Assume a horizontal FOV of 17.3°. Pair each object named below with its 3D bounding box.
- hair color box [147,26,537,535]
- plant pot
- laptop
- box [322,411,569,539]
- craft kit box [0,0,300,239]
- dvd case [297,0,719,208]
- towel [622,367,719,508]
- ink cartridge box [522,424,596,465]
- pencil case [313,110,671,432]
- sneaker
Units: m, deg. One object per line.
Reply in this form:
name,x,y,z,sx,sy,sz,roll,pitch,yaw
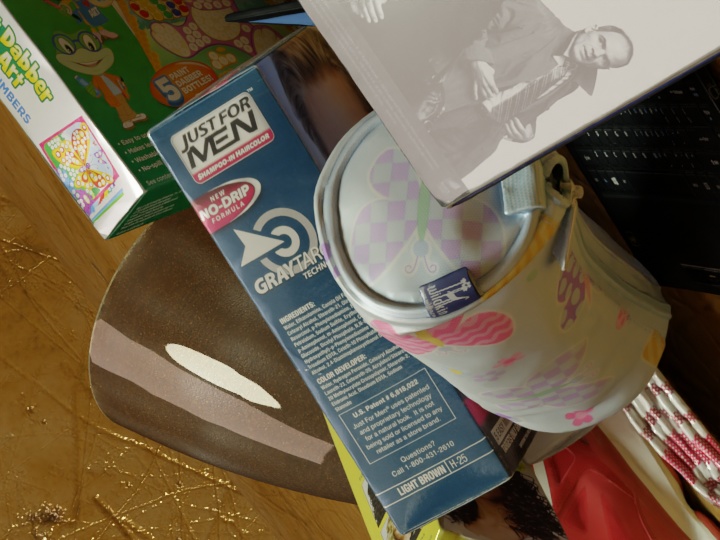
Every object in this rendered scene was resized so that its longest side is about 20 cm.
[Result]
hair color box,0.000,0.000,1.007,0.200,0.060,0.100,57,-158,-7
plant pot,-0.040,0.064,1.530,0.200,0.187,0.187,29,157,30
laptop,0.062,-0.045,0.902,0.200,0.103,0.177,57,169,-12
box,0.038,0.096,1.113,0.075,0.050,0.200,17,-160,-21
craft kit box,-0.113,-0.127,1.199,0.198,0.200,0.049,50,127,11
dvd case,0.051,-0.118,0.658,0.200,0.025,0.151,-29,98,43
towel,0.104,0.031,1.057,0.200,0.030,0.146,52,-175,12
ink cartridge box,0.040,-0.014,1.135,0.200,0.047,0.160,57,-174,-6
pencil case,0.054,0.000,0.880,0.083,0.090,0.200,70,-169,22
sneaker,0.129,0.162,1.207,0.200,0.115,0.078,54,169,4
